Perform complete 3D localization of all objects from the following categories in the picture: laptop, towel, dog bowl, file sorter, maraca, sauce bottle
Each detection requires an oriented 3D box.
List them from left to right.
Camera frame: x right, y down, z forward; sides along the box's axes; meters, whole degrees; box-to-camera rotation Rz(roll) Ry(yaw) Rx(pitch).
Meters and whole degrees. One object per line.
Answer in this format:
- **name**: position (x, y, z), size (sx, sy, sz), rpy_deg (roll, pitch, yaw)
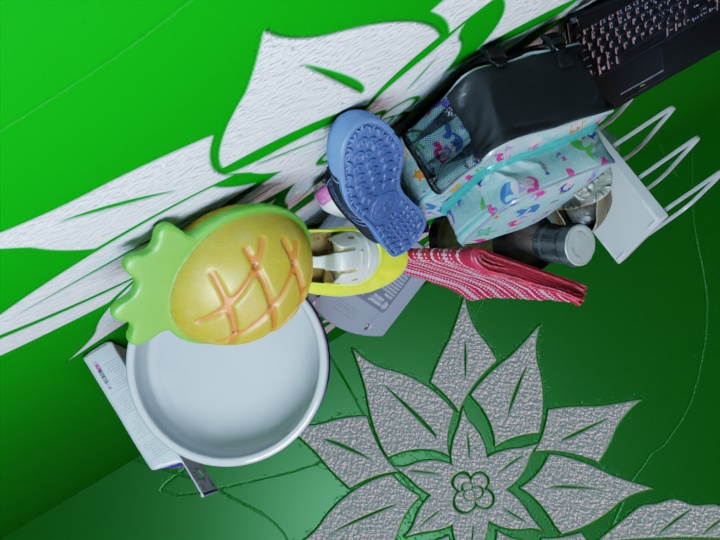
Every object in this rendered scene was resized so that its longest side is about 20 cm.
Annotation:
- **maraca**: position (-0.122, 0.005, 1.187), size (0.200, 0.107, 0.138), rpy_deg (-6, 121, -43)
- **dog bowl**: position (-0.129, 0.092, 1.402), size (0.200, 0.200, 0.079), rpy_deg (-31, 177, 1)
- **towel**: position (0.111, 0.005, 1.383), size (0.144, 0.023, 0.200), rpy_deg (19, 171, -29)
- **sauce bottle**: position (0.148, -0.029, 1.391), size (0.065, 0.065, 0.200), rpy_deg (-28, -162, -29)
- **file sorter**: position (0.304, -0.140, 1.633), size (0.124, 0.200, 0.139), rpy_deg (-34, 169, -20)
- **laptop**: position (0.287, -0.226, 1.281), size (0.177, 0.103, 0.200), rpy_deg (-29, 134, -11)

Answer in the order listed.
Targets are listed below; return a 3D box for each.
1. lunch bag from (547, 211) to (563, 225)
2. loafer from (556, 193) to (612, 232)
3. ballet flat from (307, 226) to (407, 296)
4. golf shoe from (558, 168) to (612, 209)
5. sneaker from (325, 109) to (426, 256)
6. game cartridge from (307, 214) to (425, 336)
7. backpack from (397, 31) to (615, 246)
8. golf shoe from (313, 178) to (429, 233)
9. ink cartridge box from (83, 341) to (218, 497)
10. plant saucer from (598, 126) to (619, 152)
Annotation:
- **lunch bag**: position (0.159, -0.076, 1.597), size (0.122, 0.171, 0.200), rpy_deg (-22, 175, 1)
- **loafer**: position (0.227, -0.119, 1.528), size (0.076, 0.200, 0.068), rpy_deg (-20, -147, 21)
- **ballet flat**: position (-0.044, -0.010, 1.308), size (0.199, 0.067, 0.067), rpy_deg (1, 178, -16)
- **golf shoe**: position (0.160, -0.097, 1.426), size (0.199, 0.079, 0.097), rpy_deg (4, 177, 18)
- **sneaker**: position (-0.002, -0.083, 1.209), size (0.070, 0.078, 0.200), rpy_deg (-44, 151, -11)
- **game cartridge**: position (0.000, 0.000, 1.557), size (0.134, 0.040, 0.200), rpy_deg (-55, 146, -1)
- **backpack**: position (0.121, -0.109, 1.286), size (0.177, 0.151, 0.200), rpy_deg (-20, 176, -34)
- **golf shoe**: position (0.020, -0.066, 1.383), size (0.075, 0.092, 0.200), rpy_deg (-31, 173, 21)
- **ink cartridge box**: position (-0.237, 0.180, 1.605), size (0.043, 0.200, 0.196), rpy_deg (-30, 174, -5)
- **plant saucer**: position (0.224, -0.138, 1.763), size (0.200, 0.039, 0.201), rpy_deg (-21, -150, 13)
